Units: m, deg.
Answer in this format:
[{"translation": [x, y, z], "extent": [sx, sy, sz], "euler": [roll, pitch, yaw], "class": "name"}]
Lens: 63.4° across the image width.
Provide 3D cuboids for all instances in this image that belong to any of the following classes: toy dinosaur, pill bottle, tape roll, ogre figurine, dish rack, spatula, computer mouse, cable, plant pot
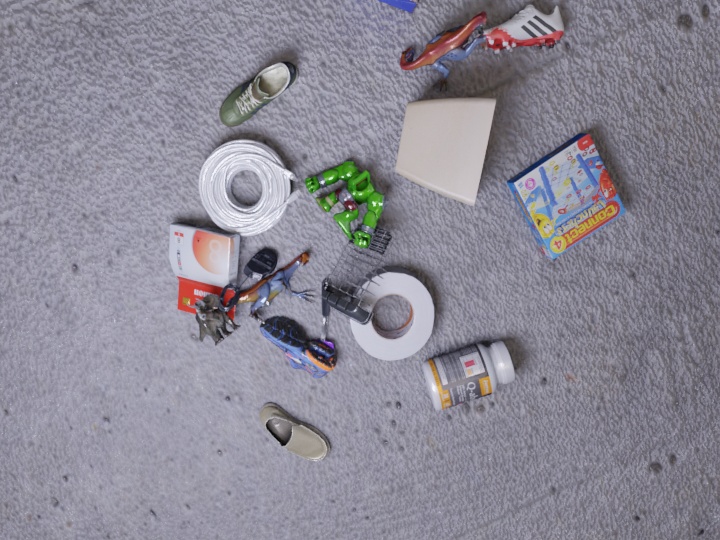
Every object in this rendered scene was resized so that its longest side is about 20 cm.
[{"translation": [-0.193, 0.026, 1.299], "extent": [0.195, 0.105, 0.186], "euler": [26, 81, 3], "class": "toy dinosaur"}, {"translation": [0.161, -0.461, 1.181], "extent": [0.176, 0.200, 0.109], "euler": [-13, 75, 9], "class": "toy dinosaur"}, {"translation": [0.248, 0.238, 1.344], "extent": [0.194, 0.117, 0.120], "euler": [-18, 102, 1], "class": "pill bottle"}, {"translation": [0.070, 0.098, 1.333], "extent": [0.193, 0.066, 0.208], "euler": [-1, 102, -3], "class": "tape roll"}, {"translation": [-0.321, 0.105, 1.262], "extent": [0.076, 0.199, 0.104], "euler": [-36, 93, -23], "class": "toy dinosaur"}, {"translation": [-0.020, -0.154, 1.257], "extent": [0.119, 0.200, 0.099], "euler": [-40, 143, -4], "class": "ogre figurine"}, {"translation": [0.000, 0.000, 1.269], "extent": [0.054, 0.152, 0.204], "euler": [31, 84, -40], "class": "dish rack"}, {"translation": [-0.084, 0.122, 1.351], "extent": [0.055, 0.021, 0.207], "euler": [4, 98, 15], "class": "spatula"}, {"translation": [-0.242, 0.023, 1.258], "extent": [0.057, 0.201, 0.035], "euler": [28, 137, 10], "class": "computer mouse"}, {"translation": [-0.247, -0.180, 1.262], "extent": [0.200, 0.069, 0.200], "euler": [44, 98, -9], "class": "cable"}, {"translation": [0.171, -0.259, 1.215], "extent": [0.171, 0.200, 0.207], "euler": [12, 101, 7], "class": "plant pot"}]

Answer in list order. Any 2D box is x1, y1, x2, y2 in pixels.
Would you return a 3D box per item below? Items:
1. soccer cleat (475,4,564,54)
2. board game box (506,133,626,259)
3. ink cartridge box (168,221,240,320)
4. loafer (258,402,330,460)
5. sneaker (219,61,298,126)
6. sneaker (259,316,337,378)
[{"translation": [0.335, -0.514, 1.231], "extent": [0.193, 0.069, 0.088], "euler": [-5, 93, -5], "class": "soccer cleat"}, {"translation": [0.461, -0.166, 1.306], "extent": [0.197, 0.056, 0.199], "euler": [-32, 101, 4], "class": "board game box"}, {"translation": [-0.347, 0.008, 1.273], "extent": [0.157, 0.050, 0.207], "euler": [12, 102, 19], "class": "ink cartridge box"}, {"translation": [-0.159, 0.394, 1.377], "extent": [0.197, 0.068, 0.077], "euler": [34, 98, -9], "class": "loafer"}, {"translation": [-0.218, -0.372, 1.214], "extent": [0.197, 0.090, 0.068], "euler": [-33, 102, 4], "class": "sneaker"}, {"translation": [-0.151, 0.184, 1.336], "extent": [0.197, 0.076, 0.079], "euler": [35, 124, 2], "class": "sneaker"}]
